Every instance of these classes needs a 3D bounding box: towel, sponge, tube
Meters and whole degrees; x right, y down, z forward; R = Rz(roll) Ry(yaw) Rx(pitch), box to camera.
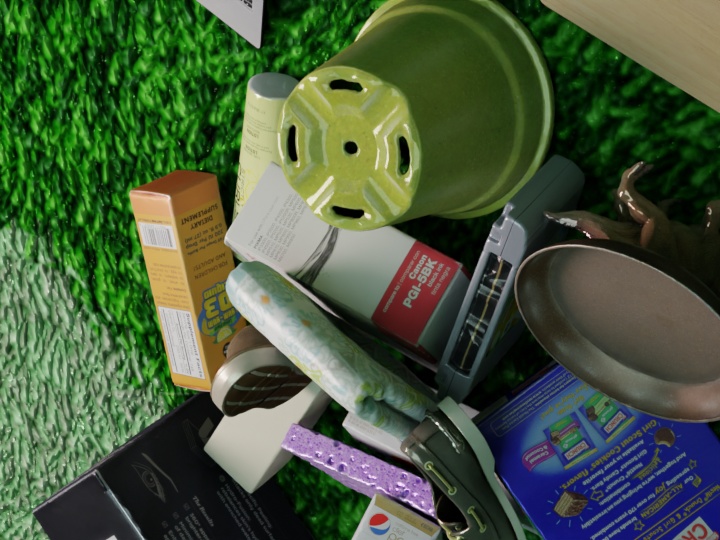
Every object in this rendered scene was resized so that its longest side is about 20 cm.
[{"bbox_3d":[-0.010,0.075,1.505,0.171,0.200,0.048,38,92,32],"label":"towel"},{"bbox_3d":[0.030,0.197,1.640,0.199,0.111,0.030,20,77,42],"label":"sponge"},{"bbox_3d":[-0.087,-0.081,1.661,0.051,0.058,0.201,4,125,-7],"label":"tube"}]

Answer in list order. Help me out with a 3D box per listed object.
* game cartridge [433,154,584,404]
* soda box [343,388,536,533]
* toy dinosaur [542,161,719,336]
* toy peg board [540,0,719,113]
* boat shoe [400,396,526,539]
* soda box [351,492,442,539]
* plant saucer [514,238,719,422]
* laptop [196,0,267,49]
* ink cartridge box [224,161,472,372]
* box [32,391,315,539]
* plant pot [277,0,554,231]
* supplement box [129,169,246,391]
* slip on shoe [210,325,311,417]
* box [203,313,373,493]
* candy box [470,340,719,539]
[{"bbox_3d":[0.126,0.006,1.506,0.040,0.133,0.201,28,129,12],"label":"game cartridge"},{"bbox_3d":[0.088,0.159,1.626,0.199,0.064,0.068,25,78,21],"label":"soda box"},{"bbox_3d":[0.242,-0.002,1.420,0.086,0.198,0.137,154,125,-62],"label":"toy dinosaur"},{"bbox_3d":[0.261,-0.247,1.345,0.199,0.098,0.200,35,141,16],"label":"toy peg board"},{"bbox_3d":[0.085,0.186,1.493,0.072,0.060,0.202,44,165,45],"label":"boat shoe"},{"bbox_3d":[0.033,0.252,1.644,0.068,0.200,0.064,27,81,8],"label":"soda box"},{"bbox_3d":[0.213,0.041,1.393,0.199,0.032,0.201,27,150,17],"label":"plant saucer"},{"bbox_3d":[-0.183,-0.264,1.545,0.187,0.116,0.200,39,157,13],"label":"laptop"},{"bbox_3d":[0.000,0.000,1.571,0.199,0.147,0.083,29,85,19],"label":"ink cartridge box"},{"bbox_3d":[-0.178,0.253,1.775,0.117,0.200,0.198,-32,92,38],"label":"box"},{"bbox_3d":[0.032,-0.117,1.467,0.199,0.184,0.202,9,110,26],"label":"plant pot"},{"bbox_3d":[-0.158,0.010,1.730,0.068,0.066,0.202,10,118,43],"label":"supplement box"},{"bbox_3d":[-0.091,0.079,1.555,0.076,0.200,0.061,-38,79,10],"label":"slip on shoe"},{"bbox_3d":[-0.067,0.114,1.717,0.068,0.082,0.201,41,126,9],"label":"box"},{"bbox_3d":[0.211,0.165,1.515,0.168,0.077,0.201,-35,90,2],"label":"candy box"}]
